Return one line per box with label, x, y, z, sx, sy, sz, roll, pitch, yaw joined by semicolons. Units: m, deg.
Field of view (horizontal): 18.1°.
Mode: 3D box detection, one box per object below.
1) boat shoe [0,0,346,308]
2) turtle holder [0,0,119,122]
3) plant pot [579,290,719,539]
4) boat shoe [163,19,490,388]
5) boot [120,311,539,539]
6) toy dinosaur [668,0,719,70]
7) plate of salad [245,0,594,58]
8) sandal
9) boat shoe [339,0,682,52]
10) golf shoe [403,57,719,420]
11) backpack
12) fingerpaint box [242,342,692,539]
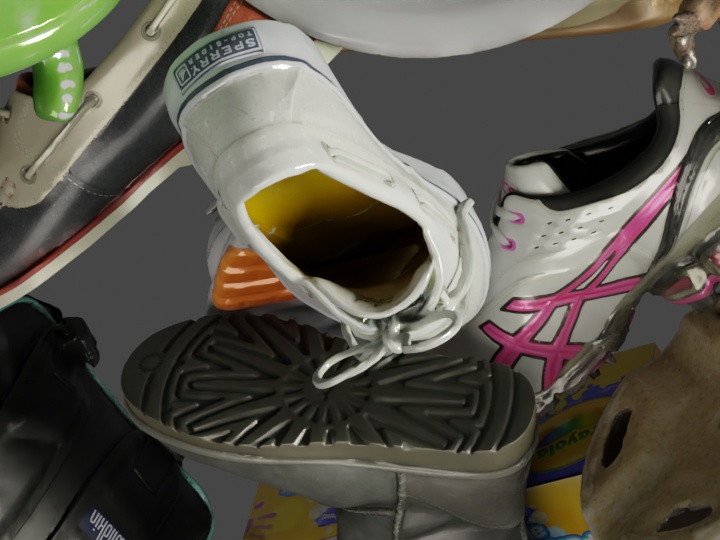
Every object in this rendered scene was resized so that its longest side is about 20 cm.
boat shoe;-0.094;-0.050;0.796;0.200;0.071;0.063;-35;105;27
turtle holder;-0.133;-0.143;0.721;0.140;0.186;0.132;13;130;16
plant pot;0.187;0.105;0.848;0.200;0.201;0.183;-31;119;35
boat shoe;0.004;-0.003;0.765;0.074;0.086;0.202;-26;149;8
boot;-0.002;0.117;0.917;0.181;0.073;0.201;12;139;17
toy dinosaur;0.140;-0.125;0.655;0.135;0.086;0.200;-27;118;22
plate of salad;0.023;-0.164;0.712;0.199;0.048;0.201;-2;107;-6
sandal;-0.030;-0.011;0.908;0.079;0.060;0.207;2;157;-19
boat shoe;0.017;-0.118;0.804;0.199;0.072;0.072;1;102;29
golf shoe;0.077;-0.008;0.876;0.200;0.073;0.092;-38;109;28
backpack;-0.188;0.127;0.980;0.153;0.200;0.176;-3;134;40
fingerpaint box;0.075;0.134;0.997;0.199;0.074;0.167;-19;124;29
